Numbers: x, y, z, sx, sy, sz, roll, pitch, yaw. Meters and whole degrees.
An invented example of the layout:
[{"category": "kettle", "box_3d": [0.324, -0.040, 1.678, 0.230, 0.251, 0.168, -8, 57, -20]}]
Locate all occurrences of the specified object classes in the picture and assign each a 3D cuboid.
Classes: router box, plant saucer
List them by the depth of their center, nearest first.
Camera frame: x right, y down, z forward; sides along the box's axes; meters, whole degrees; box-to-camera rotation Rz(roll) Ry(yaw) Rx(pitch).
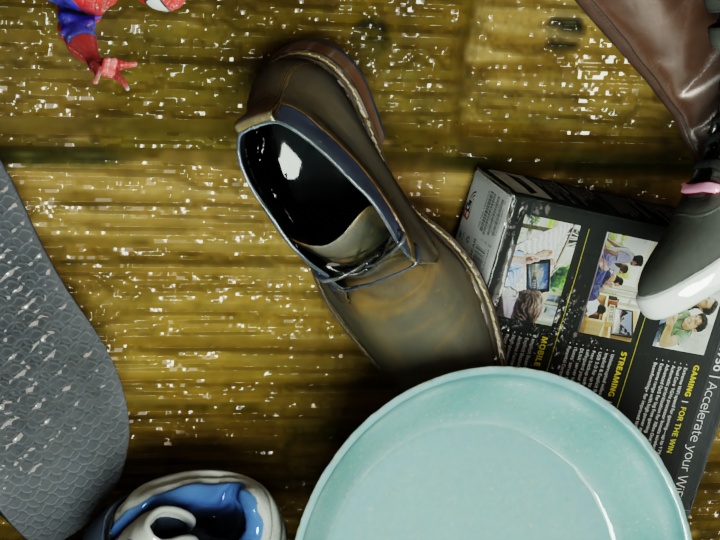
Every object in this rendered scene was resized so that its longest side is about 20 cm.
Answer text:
[{"category": "plant saucer", "box_3d": [0.055, 0.143, 1.089, 0.198, 0.036, 0.202, 1, 87, -21]}, {"category": "router box", "box_3d": [0.101, 0.064, 1.184, 0.148, 0.051, 0.202, 11, 104, -23]}]

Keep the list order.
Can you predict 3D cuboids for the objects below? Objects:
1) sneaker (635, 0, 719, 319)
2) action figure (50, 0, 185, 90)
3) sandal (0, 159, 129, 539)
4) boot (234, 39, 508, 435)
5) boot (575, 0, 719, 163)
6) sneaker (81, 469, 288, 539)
[{"category": "sneaker", "box_3d": [0.169, -0.076, 1.084, 0.099, 0.071, 0.200, 45, 80, -16]}, {"category": "action figure", "box_3d": [-0.160, -0.130, 1.013, 0.198, 0.099, 0.066, 9, 106, -23]}, {"category": "sandal", "box_3d": [-0.159, 0.026, 1.097, 0.076, 0.043, 0.202, -23, 110, -20]}, {"category": "boot", "box_3d": [0.000, 0.000, 1.080, 0.074, 0.097, 0.201, -27, 99, 19]}, {"category": "boot", "box_3d": [0.193, -0.141, 1.146, 0.186, 0.064, 0.200, -42, 105, -19]}, {"category": "sneaker", "box_3d": [-0.126, 0.147, 1.086, 0.199, 0.081, 0.147, -17, 151, -20]}]
